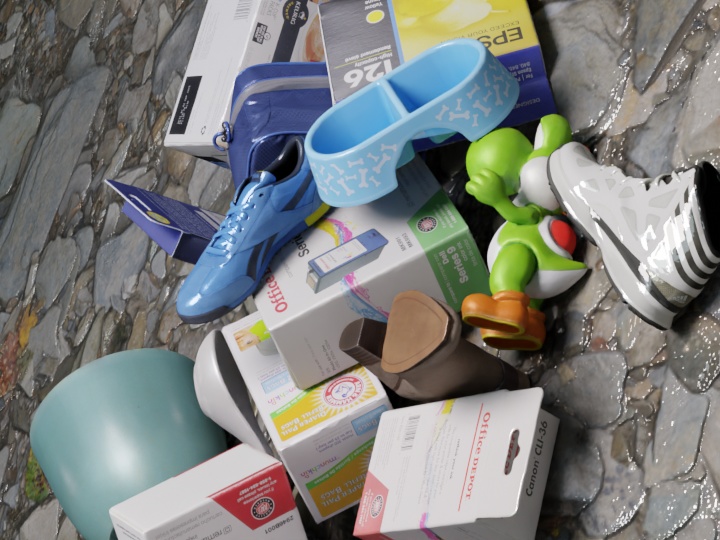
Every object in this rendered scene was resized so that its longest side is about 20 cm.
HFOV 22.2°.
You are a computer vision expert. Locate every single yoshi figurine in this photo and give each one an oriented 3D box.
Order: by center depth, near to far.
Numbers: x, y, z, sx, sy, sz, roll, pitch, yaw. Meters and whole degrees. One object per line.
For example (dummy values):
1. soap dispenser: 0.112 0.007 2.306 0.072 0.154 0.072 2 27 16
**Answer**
1. yoshi figurine: 0.124 -0.040 1.559 0.112 0.112 0.200 -18 55 61

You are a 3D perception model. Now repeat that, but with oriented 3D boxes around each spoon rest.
1. spoon rest: -0.115 0.151 1.730 0.061 0.099 0.200 -12 73 9

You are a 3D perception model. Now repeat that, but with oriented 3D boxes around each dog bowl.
1. dog bowl: 0.040 -0.133 1.593 0.200 0.050 0.112 -30 32 2

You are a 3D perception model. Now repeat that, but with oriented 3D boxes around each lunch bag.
1. lunch bag: -0.043 -0.123 1.778 0.132 0.200 0.136 -103 17 -46

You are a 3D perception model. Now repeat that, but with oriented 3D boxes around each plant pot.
1. plant pot: -0.224 0.209 1.896 0.201 0.200 0.161 -53 44 26

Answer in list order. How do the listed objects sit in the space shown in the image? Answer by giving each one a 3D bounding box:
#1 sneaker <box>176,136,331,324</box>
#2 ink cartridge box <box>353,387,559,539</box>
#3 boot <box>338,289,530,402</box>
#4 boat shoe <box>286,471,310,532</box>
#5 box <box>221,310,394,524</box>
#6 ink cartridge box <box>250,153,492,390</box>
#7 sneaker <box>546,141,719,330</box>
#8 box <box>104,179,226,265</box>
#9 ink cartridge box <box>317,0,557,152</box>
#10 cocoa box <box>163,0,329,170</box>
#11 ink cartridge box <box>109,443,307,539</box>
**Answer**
1. sneaker: -0.103 -0.039 1.624 0.066 0.078 0.200 18 57 42
2. ink cartridge box: 0.091 0.168 1.506 0.200 0.067 0.117 -15 53 50
3. boot: 0.078 0.076 1.519 0.200 0.146 0.070 -4 64 63
4. boat shoe: -0.099 0.282 1.746 0.063 0.074 0.202 22 94 21
5. box: -0.037 0.118 1.685 0.112 0.101 0.200 -26 37 -3
6. ink cartridge box: 0.000 0.000 1.651 0.200 0.088 0.145 -28 37 0
7. sneaker: 0.230 -0.056 1.445 0.115 0.076 0.201 -46 45 20
8. box: -0.144 -0.031 1.743 0.121 0.200 0.032 38 106 52
9. ink cartridge box: 0.066 -0.200 1.697 0.197 0.047 0.200 -15 46 5
10. cocoa box: -0.105 -0.208 1.999 0.133 0.131 0.200 7 79 59
11. ink cartridge box: -0.118 0.279 1.634 0.084 0.144 0.200 17 127 59
